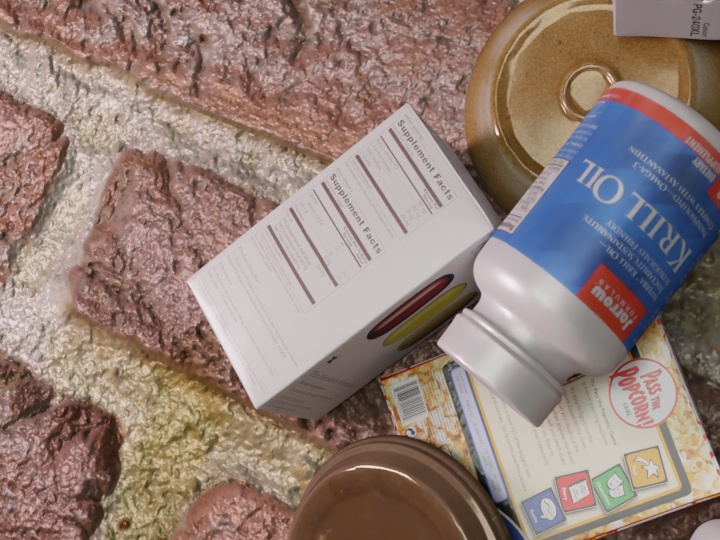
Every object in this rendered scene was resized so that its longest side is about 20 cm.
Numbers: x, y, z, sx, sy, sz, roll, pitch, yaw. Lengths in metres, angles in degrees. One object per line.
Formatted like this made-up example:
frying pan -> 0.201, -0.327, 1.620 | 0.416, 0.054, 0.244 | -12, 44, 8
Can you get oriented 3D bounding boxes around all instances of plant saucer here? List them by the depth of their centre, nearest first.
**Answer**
plant saucer -> 0.019, 0.214, 0.782 | 0.198, 0.029, 0.204 | -1, 89, 38
plant saucer -> 0.164, -0.121, 0.816 | 0.197, 0.035, 0.204 | -4, 79, 19

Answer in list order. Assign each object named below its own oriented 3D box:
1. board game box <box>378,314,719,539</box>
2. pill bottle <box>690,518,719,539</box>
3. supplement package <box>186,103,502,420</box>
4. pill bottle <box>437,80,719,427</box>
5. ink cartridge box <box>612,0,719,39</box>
board game box -> 0.128, 0.111, 0.784 | 0.197, 0.046, 0.154 | -23, 74, 15
pill bottle -> 0.230, 0.226, 0.692 | 0.112, 0.113, 0.202 | 26, 91, 22
supplement package -> 0.000, 0.000, 0.813 | 0.199, 0.114, 0.110 | -37, 69, 11
pill bottle -> 0.140, -0.007, 0.718 | 0.112, 0.112, 0.201 | 37, 88, 21
ink cartridge box -> 0.205, -0.273, 0.747 | 0.082, 0.145, 0.204 | 2, 71, 14
